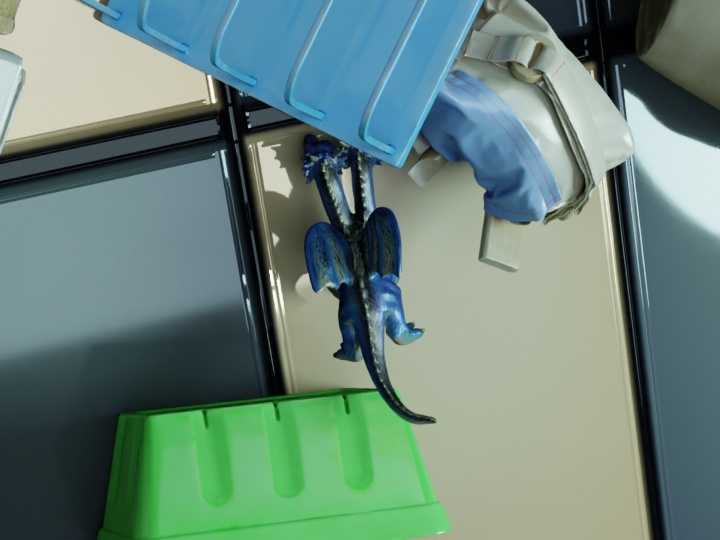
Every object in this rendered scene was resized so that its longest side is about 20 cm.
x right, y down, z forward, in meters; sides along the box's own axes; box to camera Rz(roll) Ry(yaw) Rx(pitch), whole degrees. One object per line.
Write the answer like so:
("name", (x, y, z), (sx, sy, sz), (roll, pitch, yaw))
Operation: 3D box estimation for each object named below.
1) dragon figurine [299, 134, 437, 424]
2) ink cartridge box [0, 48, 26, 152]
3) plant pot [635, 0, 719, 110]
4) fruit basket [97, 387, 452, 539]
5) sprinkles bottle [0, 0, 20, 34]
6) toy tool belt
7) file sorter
("dragon figurine", (0.000, 0.000, 1.234), (0.059, 0.200, 0.099), (-12, 137, 4))
("ink cartridge box", (-0.306, -0.084, 1.138), (0.200, 0.084, 0.144), (18, 95, -21))
("plant pot", (0.271, -0.162, 1.278), (0.173, 0.200, 0.200), (15, 97, -5))
("fruit basket", (-0.051, 0.177, 1.245), (0.215, 0.156, 0.216), (1, 87, -18))
("sprinkles bottle", (-0.194, -0.235, 1.150), (0.068, 0.068, 0.200), (18, 96, -22))
("toy tool belt", (0.065, -0.103, 1.240), (0.123, 0.125, 0.200), (-49, 113, -13))
("file sorter", (-0.044, -0.166, 1.144), (0.200, 0.123, 0.139), (27, 94, 9))
